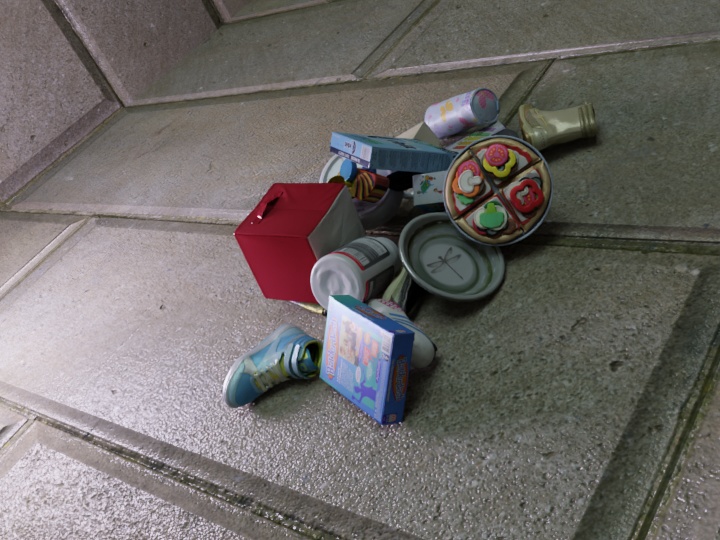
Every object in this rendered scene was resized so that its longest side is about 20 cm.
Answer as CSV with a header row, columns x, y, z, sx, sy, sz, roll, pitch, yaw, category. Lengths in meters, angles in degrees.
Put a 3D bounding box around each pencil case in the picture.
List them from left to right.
x,y,z,sx,sy,sz,roll,pitch,yaw,category
0.231,-0.356,1.891,0.199,0.090,0.084,-6,73,61,pencil case

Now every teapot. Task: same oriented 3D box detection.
x,y,z,sx,sy,sz,roll,pitch,yaw,category
0.014,-0.167,1.792,0.199,0.146,0.198,34,86,23,teapot

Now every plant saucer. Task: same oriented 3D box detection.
x,y,z,sx,sy,sz,roll,pitch,yaw,category
0.160,-0.015,1.490,0.198,0.050,0.201,8,50,-9,plant saucer

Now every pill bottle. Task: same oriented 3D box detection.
x,y,z,sx,sy,sz,roll,pitch,yaw,category
0.000,0.000,1.546,0.110,0.112,0.200,-7,12,30,pill bottle

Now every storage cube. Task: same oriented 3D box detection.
x,y,z,sx,sy,sz,roll,pitch,yaw,category
-0.109,-0.055,1.640,0.178,0.201,0.171,4,43,32,storage cube

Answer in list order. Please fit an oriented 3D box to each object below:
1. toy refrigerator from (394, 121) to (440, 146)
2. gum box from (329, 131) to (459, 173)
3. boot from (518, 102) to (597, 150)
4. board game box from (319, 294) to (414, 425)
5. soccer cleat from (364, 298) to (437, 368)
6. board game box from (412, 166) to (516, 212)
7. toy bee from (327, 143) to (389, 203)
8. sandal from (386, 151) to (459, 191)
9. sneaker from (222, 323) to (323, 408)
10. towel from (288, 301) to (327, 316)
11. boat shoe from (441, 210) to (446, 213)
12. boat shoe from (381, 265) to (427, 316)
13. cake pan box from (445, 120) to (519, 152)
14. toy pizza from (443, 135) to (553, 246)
x,y,z,sx,sy,sz,roll,pitch,yaw,category
0.084,-0.254,1.876,0.199,0.070,0.076,-23,27,45,toy refrigerator
0.066,-0.231,1.618,0.198,0.045,0.170,1,17,-29,gum box
0.416,-0.316,1.745,0.154,0.073,0.200,-14,24,12,boot
0.006,0.142,1.359,0.045,0.154,0.200,-2,18,-33,board game box
0.049,0.097,1.409,0.200,0.086,0.070,36,101,47,soccer cleat
0.217,-0.157,1.597,0.198,0.065,0.147,-5,-5,23,board game box
-0.010,-0.173,1.679,0.200,0.130,0.110,-110,38,-67,toy bee
0.140,-0.199,1.717,0.199,0.045,0.075,-23,40,-20,sandal
-0.150,0.180,1.490,0.200,0.080,0.130,-46,34,-23,sneaker
-0.082,0.028,1.702,0.199,0.023,0.144,14,53,49,towel
0.242,-0.090,1.579,0.198,0.070,0.067,-6,76,24,boat shoe
0.110,0.013,1.534,0.064,0.073,0.201,10,58,39,boat shoe
0.253,-0.231,1.774,0.199,0.053,0.185,-26,34,5,cake pan box
0.245,-0.145,1.483,0.199,0.202,0.032,-20,-9,14,toy pizza
